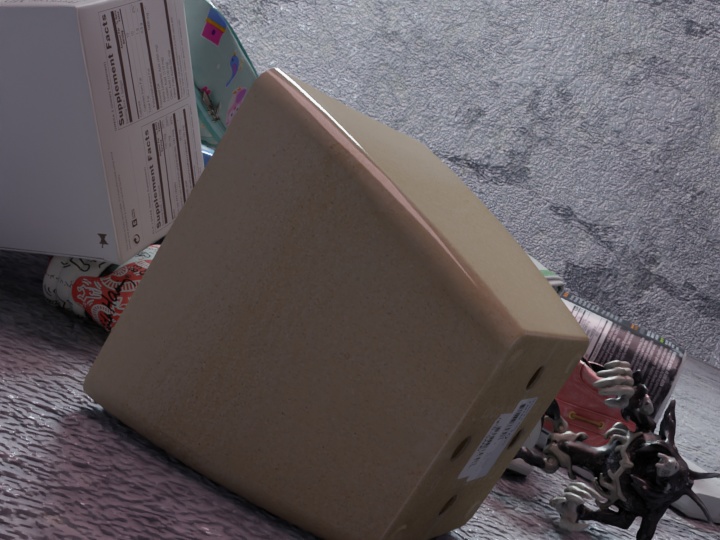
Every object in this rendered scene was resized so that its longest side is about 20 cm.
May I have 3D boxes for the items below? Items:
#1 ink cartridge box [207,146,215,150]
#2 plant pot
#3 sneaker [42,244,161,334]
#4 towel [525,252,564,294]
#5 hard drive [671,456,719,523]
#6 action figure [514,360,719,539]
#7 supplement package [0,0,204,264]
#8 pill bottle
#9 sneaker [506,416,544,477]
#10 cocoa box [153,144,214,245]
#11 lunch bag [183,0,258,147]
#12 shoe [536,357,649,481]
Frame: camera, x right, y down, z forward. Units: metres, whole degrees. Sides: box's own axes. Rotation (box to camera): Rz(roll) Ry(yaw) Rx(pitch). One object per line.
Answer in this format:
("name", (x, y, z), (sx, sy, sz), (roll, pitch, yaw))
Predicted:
("ink cartridge box", (-0.186, -0.113, 1.010), (0.143, 0.202, 0.083), (27, 8, 34))
("plant pot", (0.007, 0.040, 0.550), (0.177, 0.201, 0.199), (38, 12, 26))
("sneaker", (-0.164, -0.001, 0.741), (0.107, 0.068, 0.201), (25, 12, 0))
("towel", (0.079, -0.032, 0.896), (0.199, 0.031, 0.148), (38, 19, 27))
("hard drive", (0.295, 0.194, 1.001), (0.131, 0.027, 0.199), (19, 7, -34))
("action figure", (0.158, 0.126, 0.693), (0.197, 0.120, 0.102), (15, -14, 12))
("supplement package", (-0.219, -0.104, 0.651), (0.197, 0.158, 0.111), (6, 25, 22))
("pill bottle", (0.221, 0.085, 1.015), (0.198, 0.107, 0.106), (27, 7, 16))
("sneaker", (0.120, 0.108, 0.846), (0.073, 0.081, 0.200), (20, 5, -8))
("cocoa box", (-0.226, -0.079, 0.894), (0.199, 0.133, 0.133), (28, 8, 37))
("lunch bag", (-0.179, -0.171, 0.762), (0.198, 0.078, 0.161), (25, -15, 17))
("shoe", (0.178, 0.115, 0.935), (0.071, 0.092, 0.199), (17, 9, -44))
